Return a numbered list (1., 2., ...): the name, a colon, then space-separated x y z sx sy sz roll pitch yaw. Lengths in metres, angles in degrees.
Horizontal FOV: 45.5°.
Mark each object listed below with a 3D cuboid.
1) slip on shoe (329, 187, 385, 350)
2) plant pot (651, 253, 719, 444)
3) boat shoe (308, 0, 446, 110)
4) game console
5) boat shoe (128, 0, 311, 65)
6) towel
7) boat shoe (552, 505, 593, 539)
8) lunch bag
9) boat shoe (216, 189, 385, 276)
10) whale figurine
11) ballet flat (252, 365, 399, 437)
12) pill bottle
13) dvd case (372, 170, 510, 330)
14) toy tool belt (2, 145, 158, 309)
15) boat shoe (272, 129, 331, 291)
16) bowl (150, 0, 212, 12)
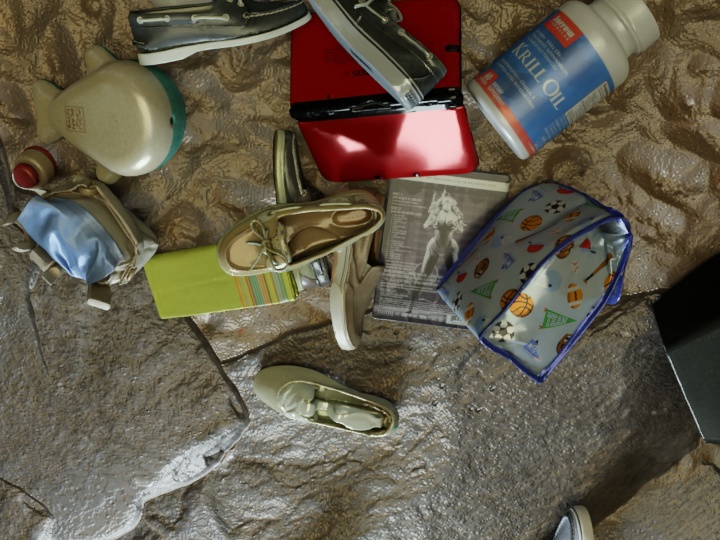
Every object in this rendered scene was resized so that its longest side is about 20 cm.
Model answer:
1. slip on shoe: 0.000 0.000 1.053 0.060 0.076 0.203 2 98 11
2. plant pot: 0.455 0.089 1.010 0.176 0.200 0.202 -22 104 18
3. boat shoe: 0.011 -0.257 0.896 0.068 0.074 0.200 -41 66 3
4. game console: 0.030 -0.203 0.986 0.198 0.119 0.175 -2 84 19
5. boat shoe: -0.154 -0.275 0.937 0.198 0.076 0.061 -15 114 -4
6. towel: -0.174 0.007 1.057 0.198 0.018 0.087 -9 105 23
7. boat shoe: 0.251 0.408 1.150 0.092 0.075 0.203 2 106 -7
8. lunch bag: 0.206 -0.001 0.987 0.123 0.170 0.201 33 97 -23
9. boat shoe: -0.069 -0.044 0.974 0.198 0.063 0.074 -21 103 -3
10. whale figurine: -0.293 -0.184 1.012 0.198 0.104 0.161 7 110 25
11. ballet flat: -0.045 0.172 1.102 0.198 0.070 0.070 14 105 -2
12. pill bottle: 0.228 -0.229 0.966 0.199 0.112 0.112 -39 101 10
13. dvd case: 0.098 -0.029 1.071 0.147 0.016 0.202 7 105 0
14. toy tool belt: -0.346 -0.050 1.007 0.200 0.123 0.125 41 129 -9
15. boat shoe: -0.069 -0.073 1.040 0.065 0.072 0.203 -5 110 -3
16. bowl: -0.185 -0.396 0.954 0.199 0.075 0.201 -30 103 7
